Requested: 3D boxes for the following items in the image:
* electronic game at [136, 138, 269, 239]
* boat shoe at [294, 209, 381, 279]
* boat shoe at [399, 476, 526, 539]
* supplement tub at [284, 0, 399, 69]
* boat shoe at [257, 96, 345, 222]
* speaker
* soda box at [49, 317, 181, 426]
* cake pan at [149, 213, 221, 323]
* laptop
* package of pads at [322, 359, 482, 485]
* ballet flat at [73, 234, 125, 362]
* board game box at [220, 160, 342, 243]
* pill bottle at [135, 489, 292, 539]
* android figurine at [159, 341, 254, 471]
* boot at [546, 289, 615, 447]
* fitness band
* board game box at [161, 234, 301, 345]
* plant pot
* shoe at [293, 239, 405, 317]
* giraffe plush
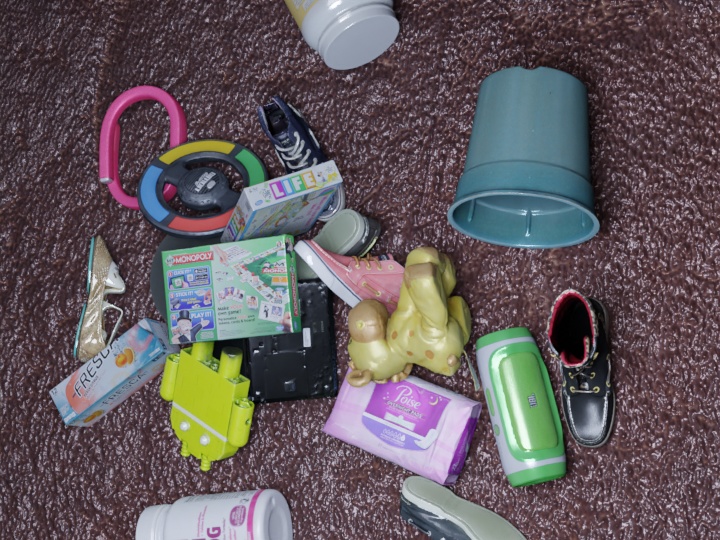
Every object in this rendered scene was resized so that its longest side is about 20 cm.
[{"bbox_3d":[-0.237,-0.125,1.739,0.200,0.042,0.200,-1,50,1],"label":"electronic game"},{"bbox_3d":[-0.054,-0.017,1.677,0.201,0.061,0.072,-35,62,31],"label":"boat shoe"},{"bbox_3d":[0.136,0.352,1.538,0.199,0.074,0.066,26,118,14],"label":"boat shoe"},{"bbox_3d":[-0.040,-0.415,1.713,0.145,0.145,0.200,-30,70,12],"label":"supplement tub"},{"bbox_3d":[-0.093,-0.166,1.709,0.075,0.093,0.200,-33,70,11],"label":"boat shoe"},{"bbox_3d":[0.213,0.181,1.532,0.088,0.088,0.200,-17,74,16],"label":"speaker"},{"bbox_3d":[-0.372,0.157,1.757,0.200,0.068,0.064,-37,69,11],"label":"soda box"},{"bbox_3d":[-0.238,0.010,1.745,0.200,0.037,0.201,-3,82,25],"label":"cake pan"},{"bbox_3d":[-0.142,0.095,1.679,0.200,0.103,0.178,-5,101,-8],"label":"laptop"},{"bbox_3d":[0.058,0.203,1.589,0.200,0.076,0.121,20,88,22],"label":"package of pads"},{"bbox_3d":[-0.401,0.046,1.804,0.065,0.071,0.200,7,83,-6],"label":"ballet flat"},{"bbox_3d":[-0.115,-0.083,1.621,0.134,0.200,0.034,-20,78,-22],"label":"board game box"},{"bbox_3d":[-0.207,0.373,1.630,0.200,0.113,0.114,-9,76,19],"label":"pill bottle"},{"bbox_3d":[-0.222,0.192,1.674,0.182,0.041,0.200,29,115,35],"label":"android figurine"},{"bbox_3d":[0.283,0.123,1.482,0.073,0.151,0.200,1,79,20],"label":"boot"},{"bbox_3d":[-0.346,-0.196,1.839,0.143,0.037,0.200,-5,79,19],"label":"fitness band"},{"bbox_3d":[-0.181,0.029,1.605,0.200,0.029,0.135,-6,85,24],"label":"board game box"},{"bbox_3d":[0.225,-0.155,1.548,0.200,0.200,0.196,1,72,20],"label":"plant pot"},{"bbox_3d":[0.000,0.000,1.603,0.091,0.200,0.071,-46,30,1],"label":"shoe"},{"bbox_3d":[0.054,0.082,1.538,0.162,0.173,0.200,-16,80,17],"label":"giraffe plush"}]
